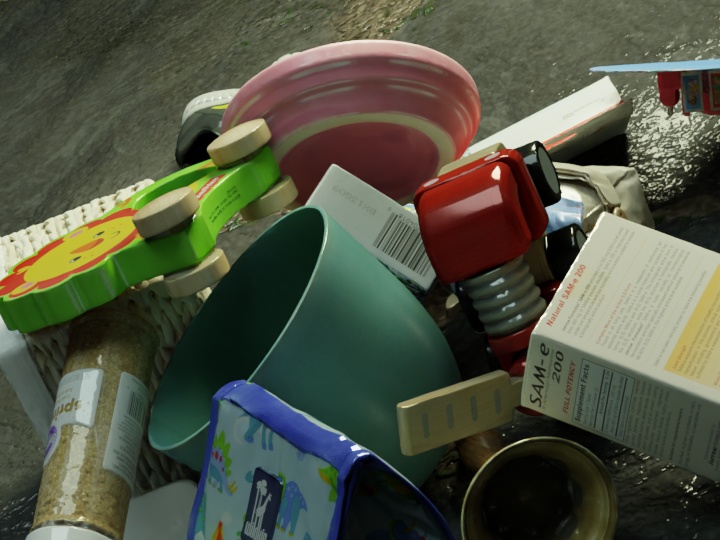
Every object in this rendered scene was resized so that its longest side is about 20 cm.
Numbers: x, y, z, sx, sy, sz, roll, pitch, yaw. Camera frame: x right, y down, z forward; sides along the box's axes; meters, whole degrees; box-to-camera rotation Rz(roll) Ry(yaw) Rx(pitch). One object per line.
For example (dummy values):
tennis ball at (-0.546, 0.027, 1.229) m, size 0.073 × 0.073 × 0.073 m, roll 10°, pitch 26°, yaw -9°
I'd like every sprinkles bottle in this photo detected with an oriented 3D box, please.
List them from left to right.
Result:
sprinkles bottle at (-0.185, 0.127, 1.569) m, size 0.068 × 0.068 × 0.201 m, roll -13°, pitch 52°, yaw 28°

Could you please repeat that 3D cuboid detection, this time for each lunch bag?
lunch bag at (-0.018, 0.176, 1.400) m, size 0.127 × 0.201 × 0.170 m, roll -26°, pitch 25°, yaw -25°

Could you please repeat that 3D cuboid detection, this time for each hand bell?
hand bell at (0.096, 0.134, 1.525) m, size 0.104 × 0.105 × 0.200 m, roll -30°, pitch 16°, yaw -3°

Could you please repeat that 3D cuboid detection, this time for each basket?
basket at (-0.184, 0.063, 1.759) m, size 0.160 × 0.201 × 0.198 m, roll -27°, pitch 28°, yaw -1°

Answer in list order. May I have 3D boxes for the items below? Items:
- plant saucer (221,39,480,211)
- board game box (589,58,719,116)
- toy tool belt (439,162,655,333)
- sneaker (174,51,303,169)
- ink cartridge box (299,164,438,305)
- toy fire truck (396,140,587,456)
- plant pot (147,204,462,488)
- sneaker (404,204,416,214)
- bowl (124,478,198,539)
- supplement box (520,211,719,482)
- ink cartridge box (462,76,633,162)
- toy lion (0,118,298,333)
plant saucer at (-0.005, -0.098, 1.718) m, size 0.199 × 0.200 × 0.051 m, roll -19°, pitch 59°, yaw 18°
board game box at (0.275, -0.140, 1.743) m, size 0.198 × 0.039 × 0.158 m, roll -5°, pitch 7°, yaw -24°
toy tool belt at (0.115, -0.010, 1.689) m, size 0.199 × 0.126 × 0.123 m, roll -11°, pitch 24°, yaw 32°
sneaker at (-0.094, -0.139, 2.165) m, size 0.199 × 0.075 × 0.085 m, roll -21°, pitch 33°, yaw 33°
ink cartridge box at (0.000, 0.000, 1.702) m, size 0.051 × 0.109 × 0.200 m, roll -57°, pitch -3°, yaw -20°
toy fire truck at (0.084, 0.028, 1.515) m, size 0.128 × 0.177 × 0.200 m, roll -22°, pitch 12°, yaw 17°
plant pot at (-0.025, 0.082, 1.582) m, size 0.201 × 0.161 × 0.201 m, roll -47°, pitch 19°, yaw 22°
sneaker at (0.005, -0.041, 1.889) m, size 0.199 × 0.076 × 0.105 m, roll -7°, pitch 34°, yaw 37°
bowl at (-0.173, 0.252, 1.566) m, size 0.199 × 0.075 × 0.200 m, roll -26°, pitch 27°, yaw 6°
supplement box at (0.217, 0.057, 1.439) m, size 0.199 × 0.074 × 0.126 m, roll 21°, pitch 48°, yaw 17°
ink cartridge box at (0.135, -0.105, 1.807) m, size 0.159 × 0.048 × 0.200 m, roll -27°, pitch -6°, yaw 3°
toy lion at (-0.165, -0.022, 1.630) m, size 0.191 × 0.069 × 0.200 m, roll -17°, pitch 18°, yaw 31°
